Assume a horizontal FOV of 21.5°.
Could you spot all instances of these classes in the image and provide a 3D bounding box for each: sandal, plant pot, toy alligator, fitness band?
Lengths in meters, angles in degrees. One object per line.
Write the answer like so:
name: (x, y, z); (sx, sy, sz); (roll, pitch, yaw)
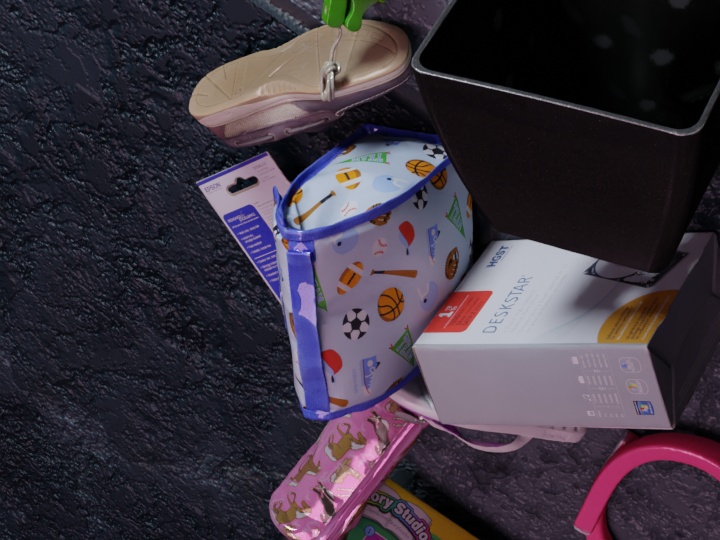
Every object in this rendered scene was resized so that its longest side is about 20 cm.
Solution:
sandal: (0.100, 0.123, 1.552); (0.202, 0.082, 0.050); (13, 111, -28)
plant pot: (0.169, -0.117, 1.317); (0.199, 0.200, 0.178); (17, 142, 21)
toy alligator: (0.000, -0.224, 1.416); (0.054, 0.059, 0.201); (-4, 114, -16)
fitness band: (0.263, 0.211, 1.611); (0.143, 0.037, 0.200); (30, 136, 9)

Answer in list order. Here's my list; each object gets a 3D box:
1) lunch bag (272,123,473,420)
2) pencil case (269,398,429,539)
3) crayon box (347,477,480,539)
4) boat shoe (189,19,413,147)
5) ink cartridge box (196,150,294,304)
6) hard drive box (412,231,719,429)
lunch bag: (0.000, 0.000, 1.486); (0.123, 0.200, 0.171); (9, 121, 27)
pencil case: (0.001, 0.157, 1.653); (0.083, 0.086, 0.200); (41, 111, 10)
crayon box: (0.026, 0.295, 1.731); (0.200, 0.173, 0.058); (34, 165, 6)
boat shoe: (-0.040, -0.144, 1.511); (0.199, 0.072, 0.065); (-14, 140, 26)
ink cartridge box: (-0.049, -0.016, 1.636); (0.094, 0.037, 0.200); (-20, 114, 42)
hard drive box: (0.166, 0.046, 1.460); (0.199, 0.156, 0.077); (-3, 122, 33)
